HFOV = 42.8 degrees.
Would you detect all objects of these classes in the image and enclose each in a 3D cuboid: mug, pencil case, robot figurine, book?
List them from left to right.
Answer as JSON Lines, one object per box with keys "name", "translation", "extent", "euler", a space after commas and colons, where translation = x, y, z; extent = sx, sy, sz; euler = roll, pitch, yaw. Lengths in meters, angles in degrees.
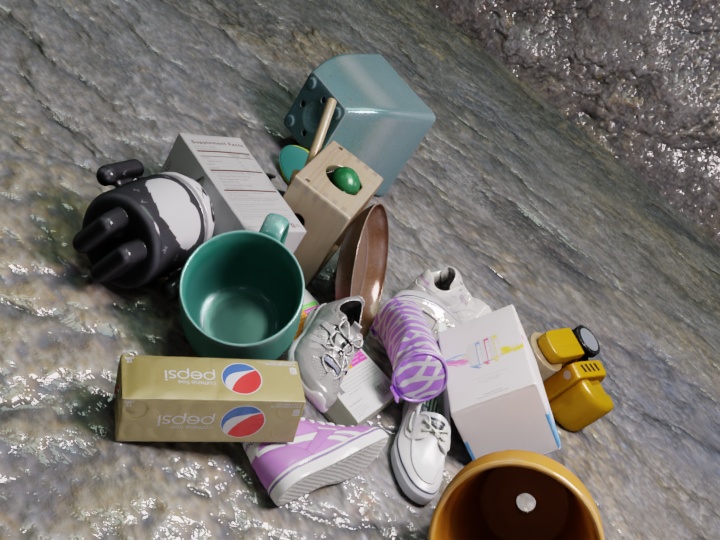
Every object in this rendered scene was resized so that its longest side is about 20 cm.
{"name": "robot figurine", "translation": [-0.266, -0.053, 1.152], "extent": [0.122, 0.154, 0.200], "euler": [12, 21, 21]}
{"name": "mug", "translation": [-0.134, 0.038, 1.132], "extent": [0.183, 0.115, 0.153], "euler": [-30, 71, -24]}
{"name": "book", "translation": [-0.046, 0.117, 1.240], "extent": [0.200, 0.048, 0.133], "euler": [46, 28, 13]}
{"name": "pencil case", "translation": [0.065, 0.108, 1.294], "extent": [0.200, 0.084, 0.085], "euler": [-112, -178, -69]}

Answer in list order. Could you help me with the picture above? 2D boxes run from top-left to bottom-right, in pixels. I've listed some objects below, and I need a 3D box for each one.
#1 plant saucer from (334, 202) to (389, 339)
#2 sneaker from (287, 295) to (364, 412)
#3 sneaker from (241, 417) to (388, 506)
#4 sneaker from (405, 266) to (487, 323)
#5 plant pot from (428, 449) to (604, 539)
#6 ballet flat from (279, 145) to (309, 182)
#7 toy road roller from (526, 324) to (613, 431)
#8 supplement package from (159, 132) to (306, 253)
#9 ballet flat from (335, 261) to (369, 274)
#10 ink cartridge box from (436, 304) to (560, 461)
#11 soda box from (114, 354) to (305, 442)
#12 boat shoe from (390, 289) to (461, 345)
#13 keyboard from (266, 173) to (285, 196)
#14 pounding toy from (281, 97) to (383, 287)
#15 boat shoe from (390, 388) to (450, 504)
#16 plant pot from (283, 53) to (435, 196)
{"name": "plant saucer", "translation": [0.000, 0.000, 1.344], "extent": [0.036, 0.205, 0.201], "euler": [8, 24, 14]}
{"name": "sneaker", "translation": [-0.036, 0.091, 1.143], "extent": [0.075, 0.081, 0.201], "euler": [48, 24, -23]}
{"name": "sneaker", "translation": [-0.055, 0.194, 1.088], "extent": [0.198, 0.073, 0.115], "euler": [-4, 45, -51]}
{"name": "sneaker", "translation": [0.157, 0.049, 1.515], "extent": [0.197, 0.100, 0.075], "euler": [12, 34, -41]}
{"name": "plant pot", "translation": [0.192, 0.302, 1.101], "extent": [0.199, 0.201, 0.183], "euler": [40, 13, 8]}
{"name": "ballet flat", "translation": [-0.068, -0.144, 1.583], "extent": [0.199, 0.067, 0.067], "euler": [41, 1, 35]}
{"name": "toy road roller", "translation": [0.327, 0.182, 1.493], "extent": [0.198, 0.123, 0.148], "euler": [2, 54, -48]}
{"name": "supplement package", "translation": [-0.189, -0.082, 1.293], "extent": [0.116, 0.118, 0.201], "euler": [-3, 47, -47]}
{"name": "ballet flat", "translation": [0.008, -0.027, 1.494], "extent": [0.073, 0.075, 0.201], "euler": [32, 30, -8]}
{"name": "ink cartridge box", "translation": [0.194, 0.160, 1.317], "extent": [0.202, 0.123, 0.130], "euler": [-94, 160, -57]}
{"name": "soda box", "translation": [-0.163, 0.139, 0.990], "extent": [0.195, 0.069, 0.065], "euler": [4, 38, -20]}
{"name": "boat shoe", "translation": [0.126, 0.108, 1.429], "extent": [0.199, 0.071, 0.070], "euler": [39, 24, -11]}
{"name": "keyboard", "translation": [-0.162, -0.122, 1.490], "extent": [0.197, 0.021, 0.129], "euler": [12, 43, -40]}
{"name": "pounding toy", "translation": [-0.065, -0.116, 1.381], "extent": [0.141, 0.201, 0.185], "euler": [36, 33, 1]}
{"name": "boat shoe", "translation": [0.085, 0.215, 1.218], "extent": [0.073, 0.067, 0.202], "euler": [27, 30, -16]}
{"name": "plant pot", "translation": [-0.023, -0.272, 1.685], "extent": [0.198, 0.198, 0.197], "euler": [-5, 48, -50]}
